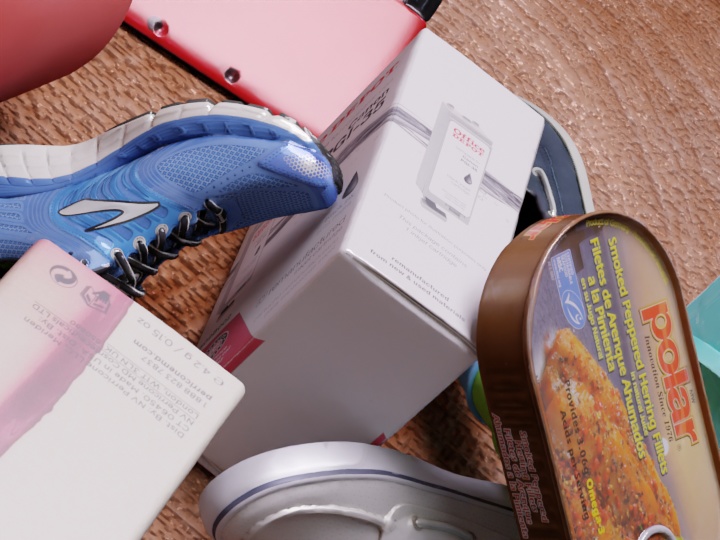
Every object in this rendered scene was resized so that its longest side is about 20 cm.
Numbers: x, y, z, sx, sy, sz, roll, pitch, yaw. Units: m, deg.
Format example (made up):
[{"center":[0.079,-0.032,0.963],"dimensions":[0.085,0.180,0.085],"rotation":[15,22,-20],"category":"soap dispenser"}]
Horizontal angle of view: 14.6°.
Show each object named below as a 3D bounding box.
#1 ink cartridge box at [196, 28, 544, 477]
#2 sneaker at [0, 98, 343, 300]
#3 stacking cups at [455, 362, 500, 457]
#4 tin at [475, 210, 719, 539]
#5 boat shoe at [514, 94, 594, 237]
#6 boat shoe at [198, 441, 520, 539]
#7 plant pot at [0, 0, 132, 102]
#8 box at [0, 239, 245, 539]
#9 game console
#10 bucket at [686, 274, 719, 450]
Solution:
[{"center":[0.000,0.000,1.327],"dimensions":[0.083,0.147,0.200],"rotation":[37,34,-13],"category":"ink cartridge box"},{"center":[-0.103,-0.015,1.264],"dimensions":[0.079,0.200,0.089],"rotation":[64,15,-61],"category":"sneaker"},{"center":[0.073,0.042,1.374],"dimensions":[0.060,0.061,0.200],"rotation":[17,22,-27],"category":"stacking cups"},{"center":[0.109,0.072,1.249],"dimensions":[0.112,0.042,0.200],"rotation":[-24,105,-39],"category":"tin"},{"center":[0.080,-0.025,1.491],"dimensions":[0.062,0.075,0.200],"rotation":[18,42,-39],"category":"boat shoe"},{"center":[0.017,0.131,1.270],"dimensions":[0.200,0.071,0.070],"rotation":[17,40,-40],"category":"boat shoe"},{"center":[-0.207,-0.152,1.297],"dimensions":[0.201,0.200,0.177],"rotation":[51,27,17],"category":"plant pot"},{"center":[-0.150,0.102,1.100],"dimensions":[0.109,0.128,0.200],"rotation":[37,35,-1],"category":"box"},{"center":[-0.065,-0.167,1.571],"dimensions":[0.200,0.119,0.172],"rotation":[34,4,-7],"category":"game console"},{"center":[0.225,0.090,1.438],"dimensions":[0.207,0.135,0.207],"rotation":[23,37,-19],"category":"bucket"}]
